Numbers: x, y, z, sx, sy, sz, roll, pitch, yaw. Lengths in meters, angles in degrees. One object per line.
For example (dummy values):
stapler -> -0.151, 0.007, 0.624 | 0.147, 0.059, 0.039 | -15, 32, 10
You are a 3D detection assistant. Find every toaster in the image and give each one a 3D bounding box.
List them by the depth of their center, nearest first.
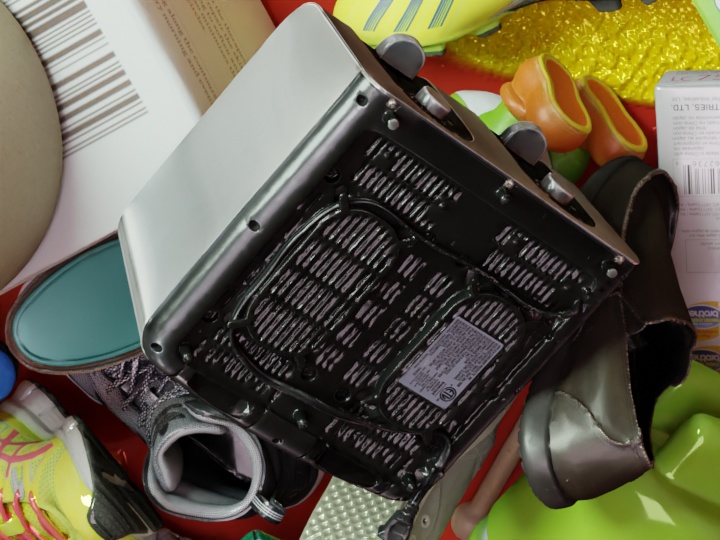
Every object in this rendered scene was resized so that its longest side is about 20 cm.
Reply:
toaster -> 0.000, 0.000, 1.172 | 0.181, 0.119, 0.200 | 32, 109, -29

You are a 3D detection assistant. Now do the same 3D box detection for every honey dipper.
honey dipper -> 0.101, 0.070, 1.352 | 0.038, 0.038, 0.200 | 28, 115, 5

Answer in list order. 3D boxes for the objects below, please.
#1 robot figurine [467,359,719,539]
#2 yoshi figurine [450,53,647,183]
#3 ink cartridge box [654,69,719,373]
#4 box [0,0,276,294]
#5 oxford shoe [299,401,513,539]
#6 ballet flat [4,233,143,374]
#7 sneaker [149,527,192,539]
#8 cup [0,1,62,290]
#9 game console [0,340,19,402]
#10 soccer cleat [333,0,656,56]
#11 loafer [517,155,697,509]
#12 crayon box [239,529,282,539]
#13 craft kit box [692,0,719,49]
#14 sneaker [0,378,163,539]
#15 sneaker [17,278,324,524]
robot figurine -> 0.131, 0.138, 1.279 | 0.115, 0.176, 0.200 | 23, 122, -30
yoshi figurine -> 0.055, -0.015, 1.300 | 0.200, 0.112, 0.112 | -39, 101, 25
ink cartridge box -> 0.218, -0.004, 1.293 | 0.119, 0.042, 0.201 | 0, 105, 17
box -> -0.170, -0.114, 1.290 | 0.200, 0.171, 0.199 | -26, 100, 22
oxford shoe -> 0.030, 0.105, 1.317 | 0.075, 0.200, 0.058 | 11, 144, 33
ballet flat -> -0.098, -0.005, 1.335 | 0.200, 0.067, 0.068 | -29, 95, -4
sneaker -> -0.107, 0.170, 1.417 | 0.199, 0.074, 0.116 | -19, 105, 21
cup -> -0.258, -0.046, 1.166 | 0.200, 0.143, 0.201 | 5, 111, 15
game console -> -0.305, 0.051, 1.430 | 0.171, 0.118, 0.200 | 36, 114, -13
soccer cleat -> 0.068, -0.162, 1.250 | 0.200, 0.065, 0.084 | -10, 129, 31
loafer -> 0.134, 0.030, 1.220 | 0.071, 0.200, 0.073 | -3, 143, 27
crayon box -> -0.023, 0.225, 1.358 | 0.119, 0.058, 0.200 | -42, 134, 20
craft kit box -> 0.150, -0.202, 1.164 | 0.048, 0.198, 0.200 | -28, 99, 21
sneaker -> -0.173, 0.125, 1.351 | 0.090, 0.200, 0.078 | -39, 109, -12
sneaker -> -0.109, 0.067, 1.359 | 0.200, 0.114, 0.076 | 36, 102, 1
